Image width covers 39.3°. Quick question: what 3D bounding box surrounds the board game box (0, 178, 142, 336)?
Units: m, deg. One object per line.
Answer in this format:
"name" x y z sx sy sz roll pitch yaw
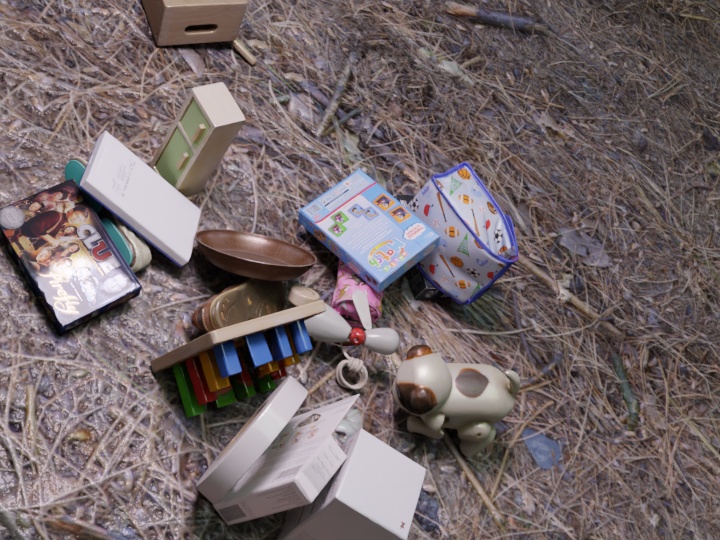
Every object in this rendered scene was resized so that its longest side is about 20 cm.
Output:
"board game box" -0.428 -0.023 1.468 0.135 0.035 0.201 -29 79 -33

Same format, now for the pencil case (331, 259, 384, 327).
"pencil case" 0.000 0.000 1.732 0.082 0.086 0.202 36 42 -33

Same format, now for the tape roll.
"tape roll" -0.148 0.231 1.386 0.037 0.203 0.203 40 46 -2

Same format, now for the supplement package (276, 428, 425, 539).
"supplement package" -0.016 0.332 1.406 0.116 0.200 0.118 33 46 -10

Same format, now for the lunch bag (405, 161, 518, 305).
"lunch bag" 0.175 -0.057 1.772 0.123 0.170 0.201 -26 75 -37

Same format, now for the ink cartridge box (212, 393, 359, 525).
"ink cartridge box" -0.093 0.264 1.399 0.045 0.199 0.176 53 45 -11

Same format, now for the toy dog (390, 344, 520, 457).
"toy dog" 0.140 0.202 1.620 0.198 0.193 0.142 21 62 -29

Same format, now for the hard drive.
"hard drive" -0.336 -0.110 1.558 0.200 0.025 0.133 42 30 -28

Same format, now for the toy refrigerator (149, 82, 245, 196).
"toy refrigerator" -0.264 -0.202 1.606 0.069 0.200 0.077 -21 73 -42

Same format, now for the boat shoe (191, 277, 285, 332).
"boat shoe" -0.188 0.051 1.571 0.199 0.067 0.073 -22 101 -59

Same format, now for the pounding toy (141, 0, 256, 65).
"pounding toy" -0.292 -0.487 1.852 0.197 0.143 0.186 -10 65 -27

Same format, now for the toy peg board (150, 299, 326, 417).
"toy peg board" -0.165 0.133 1.458 0.198 0.198 0.099 -16 84 -40

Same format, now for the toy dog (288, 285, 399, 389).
"toy dog" -0.042 0.086 1.634 0.199 0.132 0.097 36 15 -17

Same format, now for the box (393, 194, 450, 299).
"box" 0.144 -0.045 1.889 0.158 0.044 0.203 1 60 -34

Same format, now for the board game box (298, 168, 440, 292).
"board game box" 0.014 -0.071 1.715 0.151 0.037 0.200 -36 63 -28

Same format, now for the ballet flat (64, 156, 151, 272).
"ballet flat" -0.386 -0.084 1.547 0.202 0.067 0.062 60 28 7

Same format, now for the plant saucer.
"plant saucer" -0.168 -0.021 1.601 0.197 0.037 0.201 12 12 -3
